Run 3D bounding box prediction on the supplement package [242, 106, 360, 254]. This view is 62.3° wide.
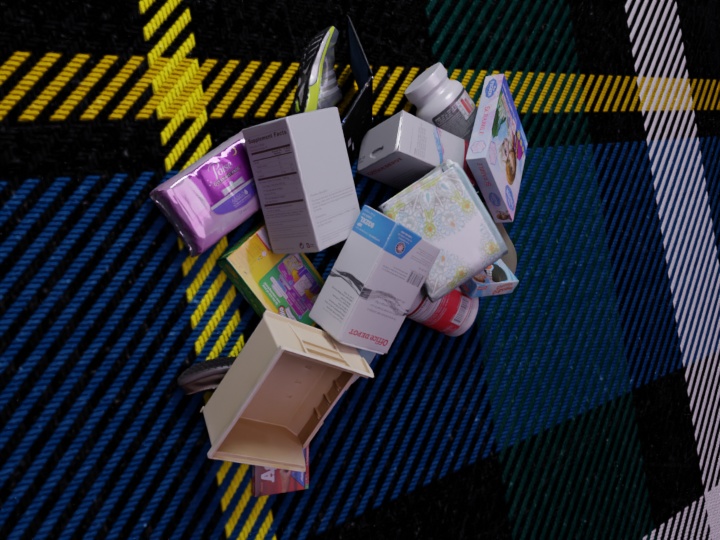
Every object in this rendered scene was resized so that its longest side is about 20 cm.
[{"bbox_3d":[-0.089,-0.142,0.950,0.116,0.115,0.205,-25,107,-44],"label":"supplement package"}]

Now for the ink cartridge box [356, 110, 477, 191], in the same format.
[{"bbox_3d":[0.113,-0.213,1.150,0.196,0.146,0.088,18,73,-30],"label":"ink cartridge box"}]

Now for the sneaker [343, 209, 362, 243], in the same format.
[{"bbox_3d":[0.000,0.000,1.069,0.072,0.082,0.205,-9,114,-30],"label":"sneaker"}]

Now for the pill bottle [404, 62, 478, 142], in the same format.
[{"bbox_3d":[0.185,-0.313,1.225,0.201,0.115,0.116,50,63,-19],"label":"pill bottle"}]

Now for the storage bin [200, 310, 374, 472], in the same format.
[{"bbox_3d":[-0.109,0.191,0.907,0.196,0.094,0.202,24,107,-39],"label":"storage bin"}]

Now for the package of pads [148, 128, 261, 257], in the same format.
[{"bbox_3d":[-0.227,-0.128,0.966,0.200,0.075,0.122,-42,110,-28],"label":"package of pads"}]

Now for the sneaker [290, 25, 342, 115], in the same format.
[{"bbox_3d":[-0.070,-0.350,1.100,0.080,0.073,0.206,18,83,-36],"label":"sneaker"}]

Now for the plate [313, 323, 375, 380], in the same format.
[{"bbox_3d":[-0.029,0.121,1.060,0.198,0.025,0.205,-27,130,-38],"label":"plate"}]

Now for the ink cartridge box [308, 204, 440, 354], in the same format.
[{"bbox_3d":[0.025,0.020,0.971,0.144,0.083,0.204,23,96,-51],"label":"ink cartridge box"}]

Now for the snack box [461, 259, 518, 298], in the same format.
[{"bbox_3d":[0.213,-0.031,1.189,0.114,0.038,0.202,-4,45,-32],"label":"snack box"}]

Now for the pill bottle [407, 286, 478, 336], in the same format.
[{"bbox_3d":[0.125,0.045,1.152,0.197,0.111,0.115,24,73,-27],"label":"pill bottle"}]

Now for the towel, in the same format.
[{"bbox_3d":[0.147,-0.074,1.067,0.169,0.048,0.203,-31,89,1],"label":"towel"}]

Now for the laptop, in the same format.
[{"bbox_3d":[-0.031,-0.306,1.066,0.102,0.177,0.203,30,82,7],"label":"laptop"}]

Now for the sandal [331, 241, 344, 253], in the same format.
[{"bbox_3d":[-0.048,-0.085,1.093,0.198,0.048,0.077,30,70,-27],"label":"sandal"}]

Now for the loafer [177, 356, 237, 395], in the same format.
[{"bbox_3d":[-0.190,0.176,0.949,0.195,0.073,0.073,-7,95,-18],"label":"loafer"}]

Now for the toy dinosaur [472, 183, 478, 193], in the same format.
[{"bbox_3d":[0.160,-0.080,1.159,0.180,0.105,0.202,35,95,19],"label":"toy dinosaur"}]

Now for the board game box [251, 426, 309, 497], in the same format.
[{"bbox_3d":[-0.135,0.272,1.017,0.101,0.019,0.206,3,84,-31],"label":"board game box"}]

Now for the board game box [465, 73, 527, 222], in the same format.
[{"bbox_3d":[0.273,-0.235,1.169,0.200,0.040,0.204,48,52,-48],"label":"board game box"}]

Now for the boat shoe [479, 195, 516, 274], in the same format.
[{"bbox_3d":[0.288,-0.067,1.291,0.064,0.072,0.205,-83,151,-62],"label":"boat shoe"}]

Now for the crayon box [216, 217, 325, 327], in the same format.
[{"bbox_3d":[-0.137,0.023,1.019,0.119,0.058,0.202,-44,108,-27],"label":"crayon box"}]
